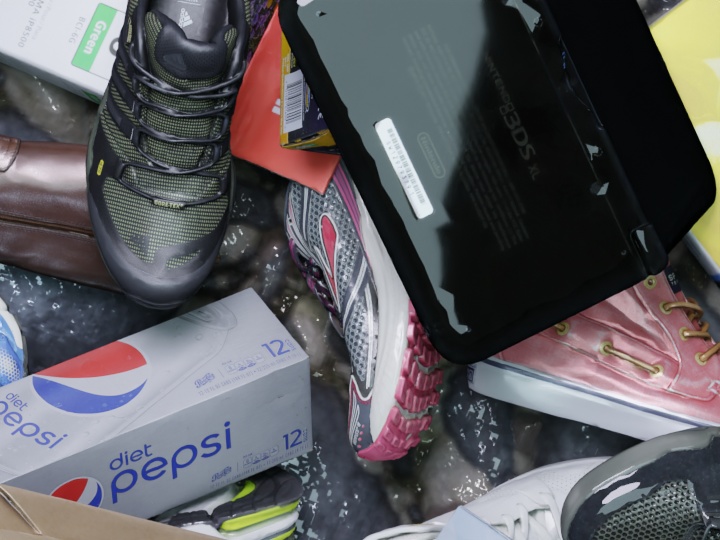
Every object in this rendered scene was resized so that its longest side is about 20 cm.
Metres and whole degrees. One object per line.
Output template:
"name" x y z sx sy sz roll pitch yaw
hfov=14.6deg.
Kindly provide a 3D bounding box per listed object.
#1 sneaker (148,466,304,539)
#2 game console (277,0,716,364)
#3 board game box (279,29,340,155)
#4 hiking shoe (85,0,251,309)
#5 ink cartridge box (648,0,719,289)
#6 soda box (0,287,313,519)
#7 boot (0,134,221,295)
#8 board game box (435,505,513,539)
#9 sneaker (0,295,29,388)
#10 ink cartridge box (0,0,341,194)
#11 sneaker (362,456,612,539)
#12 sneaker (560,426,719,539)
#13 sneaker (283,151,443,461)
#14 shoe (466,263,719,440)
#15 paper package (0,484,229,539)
"sneaker" -0.115 0.167 1.410 0.200 0.074 0.081 -17 109 -19
"game console" 0.071 -0.082 1.363 0.176 0.116 0.200 -27 98 -3
"board game box" 0.043 -0.151 1.398 0.165 0.057 0.201 6 79 -31
"hiking shoe" -0.092 -0.083 1.332 0.076 0.101 0.201 5 85 -2
"ink cartridge box" 0.245 -0.077 1.459 0.200 0.047 0.198 -38 89 0
"soda box" -0.124 0.083 1.392 0.200 0.068 0.063 -22 45 -21
"boot" -0.160 -0.066 1.400 0.199 0.187 0.064 12 47 2
"board game box" 0.053 0.238 1.380 0.043 0.199 0.200 33 87 42
"sneaker" -0.261 0.029 1.410 0.200 0.079 0.089 22 48 5
"ink cartridge box" -0.089 -0.126 1.418 0.200 0.050 0.109 23 84 16
"sneaker" 0.064 0.148 1.413 0.200 0.116 0.074 -21 88 -3
"sneaker" 0.201 0.136 1.361 0.199 0.114 0.076 3 125 -13
"sneaker" 0.000 0.000 1.435 0.074 0.081 0.200 -8 73 12
"shoe" 0.160 0.041 1.438 0.200 0.071 0.091 15 95 3
"paper package" -0.151 0.209 1.314 0.200 0.190 0.104 -45 48 28
